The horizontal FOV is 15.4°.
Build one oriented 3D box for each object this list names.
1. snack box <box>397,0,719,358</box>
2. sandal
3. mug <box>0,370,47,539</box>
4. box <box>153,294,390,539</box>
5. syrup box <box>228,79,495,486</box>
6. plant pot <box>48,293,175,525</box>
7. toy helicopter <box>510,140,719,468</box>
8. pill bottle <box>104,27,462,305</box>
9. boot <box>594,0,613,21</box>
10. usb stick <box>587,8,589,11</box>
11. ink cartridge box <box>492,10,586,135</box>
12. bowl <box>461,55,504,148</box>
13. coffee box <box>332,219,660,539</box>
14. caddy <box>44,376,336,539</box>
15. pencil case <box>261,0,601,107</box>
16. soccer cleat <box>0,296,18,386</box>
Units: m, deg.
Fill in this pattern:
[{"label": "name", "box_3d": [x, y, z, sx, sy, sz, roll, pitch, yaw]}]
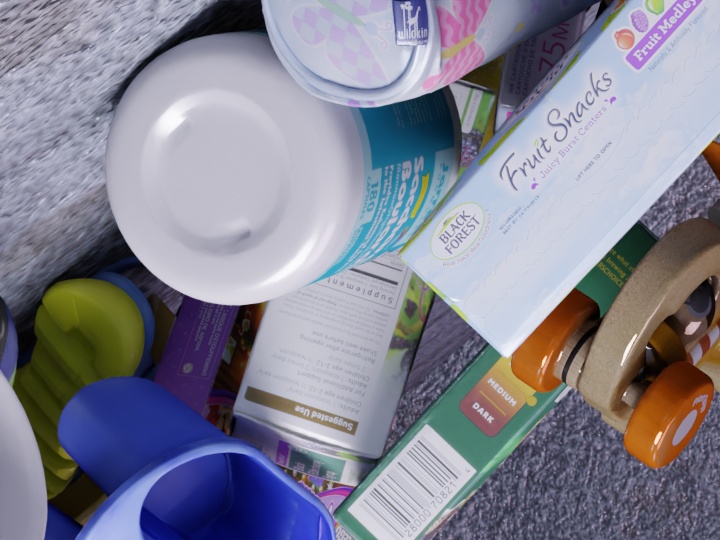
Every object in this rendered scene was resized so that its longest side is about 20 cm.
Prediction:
[{"label": "snack box", "box_3d": [0.108, -0.066, 1.112, 0.169, 0.068, 0.200, -48, -178, 17]}, {"label": "sandal", "box_3d": [-0.147, 0.056, 1.424, 0.087, 0.080, 0.200, -36, 176, -43]}, {"label": "mug", "box_3d": [-0.207, 0.111, 1.005, 0.199, 0.149, 0.175, 24, 138, -36]}, {"label": "box", "box_3d": [-0.041, 0.065, 1.442, 0.200, 0.039, 0.138, 51, 52, -54]}, {"label": "syrup box", "box_3d": [0.000, 0.000, 1.342, 0.079, 0.081, 0.201, 103, 4, -74]}, {"label": "plant pot", "box_3d": [-0.121, 0.178, 1.548, 0.195, 0.200, 0.195, -40, -157, 23]}, {"label": "toy helicopter", "box_3d": [0.154, 0.017, 1.201, 0.133, 0.079, 0.200, -59, 158, 5]}, {"label": "pill bottle", "box_3d": [-0.022, -0.053, 1.159, 0.111, 0.111, 0.200, -40, 173, 22]}, {"label": "boot", "box_3d": [0.143, -0.101, 1.292, 0.074, 0.075, 0.201, -81, -179, -55]}, {"label": "usb stick", "box_3d": [0.078, -0.117, 1.604, 0.055, 0.033, 0.200, -42, 177, -37]}, {"label": "ink cartridge box", "box_3d": [0.094, -0.120, 1.355, 0.200, 0.042, 0.120, 62, 39, -82]}, {"label": "bowl", "box_3d": [0.029, -0.046, 1.500, 0.200, 0.108, 0.200, -37, 174, -5]}, {"label": "coffee box", "box_3d": [0.071, 0.057, 1.276, 0.200, 0.044, 0.123, -48, 175, -1]}, {"label": "caddy", "box_3d": [-0.091, 0.142, 1.277, 0.142, 0.105, 0.200, -51, 145, -3]}, {"label": "pencil case", "box_3d": [0.043, -0.133, 1.086, 0.083, 0.091, 0.200, 7, -158, 35]}, {"label": "soccer cleat", "box_3d": [-0.192, 0.100, 1.143, 0.084, 0.064, 0.201, 97, 8, -68]}]
